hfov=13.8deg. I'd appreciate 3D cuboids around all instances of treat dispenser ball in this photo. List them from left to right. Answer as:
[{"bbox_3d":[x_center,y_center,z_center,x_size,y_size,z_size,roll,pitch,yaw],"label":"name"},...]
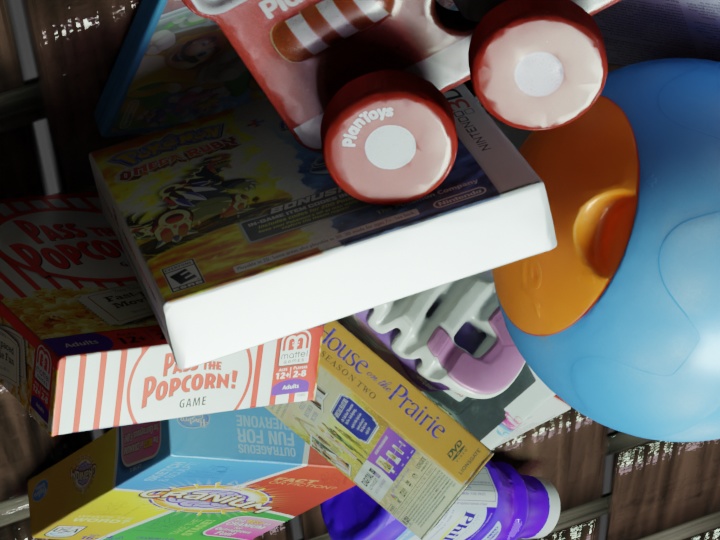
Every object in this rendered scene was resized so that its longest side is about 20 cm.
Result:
[{"bbox_3d":[0.168,-0.011,1.563,0.200,0.201,0.201,-18,155,-9],"label":"treat dispenser ball"}]

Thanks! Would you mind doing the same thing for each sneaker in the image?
[{"bbox_3d":[0.000,0.000,1.664,0.081,0.200,0.088,-49,-171,-24],"label":"sneaker"}]

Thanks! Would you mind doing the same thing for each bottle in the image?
[{"bbox_3d":[0.064,0.169,2.160,0.200,0.065,0.084,7,141,-46],"label":"bottle"}]

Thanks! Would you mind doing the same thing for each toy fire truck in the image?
[{"bbox_3d":[0.024,-0.142,1.439,0.200,0.112,0.168,-27,121,16],"label":"toy fire truck"}]

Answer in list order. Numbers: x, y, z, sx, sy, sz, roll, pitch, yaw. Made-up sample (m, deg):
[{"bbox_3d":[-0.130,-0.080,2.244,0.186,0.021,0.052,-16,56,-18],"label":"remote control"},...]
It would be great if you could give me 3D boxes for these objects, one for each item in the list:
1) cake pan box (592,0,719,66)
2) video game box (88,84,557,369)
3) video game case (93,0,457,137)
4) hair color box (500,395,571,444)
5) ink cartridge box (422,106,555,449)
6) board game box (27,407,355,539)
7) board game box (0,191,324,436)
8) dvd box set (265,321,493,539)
[{"bbox_3d":[0.196,-0.152,1.525,0.200,0.052,0.184,10,158,22],"label":"cake pan box"},{"bbox_3d":[-0.023,-0.037,1.520,0.200,0.182,0.047,-18,118,-9],"label":"video game box"},{"bbox_3d":[-0.029,-0.126,1.558,0.200,0.018,0.143,-9,151,-27],"label":"video game case"},{"bbox_3d":[0.045,0.066,1.945,0.111,0.064,0.200,-28,156,17],"label":"hair color box"},{"bbox_3d":[0.063,0.018,1.744,0.200,0.146,0.083,-45,-175,36],"label":"ink cartridge box"},{"bbox_3d":[-0.102,0.131,1.900,0.153,0.040,0.200,6,158,-30],"label":"board game box"},{"bbox_3d":[-0.134,0.017,1.558,0.151,0.200,0.046,-6,116,-31],"label":"board game box"},{"bbox_3d":[-0.021,0.066,1.696,0.029,0.200,0.146,-49,175,-19],"label":"dvd box set"}]
